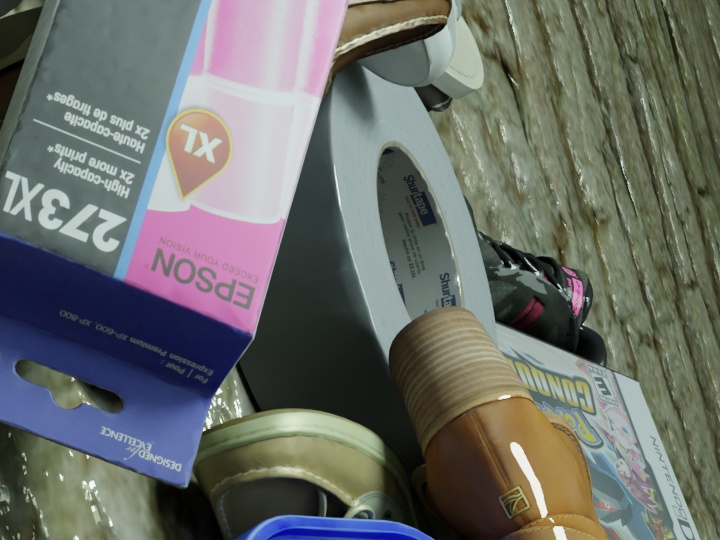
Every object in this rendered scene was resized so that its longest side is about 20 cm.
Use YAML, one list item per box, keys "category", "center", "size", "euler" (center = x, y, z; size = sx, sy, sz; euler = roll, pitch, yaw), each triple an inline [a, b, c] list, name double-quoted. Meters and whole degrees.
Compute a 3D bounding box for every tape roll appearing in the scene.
- category: "tape roll"
  center: [0.000, 0.000, 0.965]
  size: [0.200, 0.066, 0.202]
  euler: [-16, 90, -72]

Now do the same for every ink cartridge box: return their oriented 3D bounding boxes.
- category: "ink cartridge box"
  center: [-0.067, -0.040, 0.678]
  size: [0.094, 0.037, 0.202]
  euler: [22, 69, -17]

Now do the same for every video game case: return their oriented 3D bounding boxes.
- category: "video game case"
  center: [0.108, 0.111, 1.094]
  size: [0.199, 0.025, 0.182]
  euler: [23, 39, -42]

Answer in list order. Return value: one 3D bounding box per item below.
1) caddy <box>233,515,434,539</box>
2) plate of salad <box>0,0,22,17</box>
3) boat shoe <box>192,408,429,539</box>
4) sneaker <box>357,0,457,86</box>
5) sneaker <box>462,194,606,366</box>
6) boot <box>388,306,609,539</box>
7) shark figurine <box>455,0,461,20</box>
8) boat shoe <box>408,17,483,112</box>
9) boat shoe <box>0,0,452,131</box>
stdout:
- category: "caddy"
  center: [-0.017, 0.167, 0.716]
  size: [0.199, 0.105, 0.142]
  euler: [14, 45, -56]
- category: "plate of salad"
  center: [-0.148, -0.178, 0.677]
  size: [0.200, 0.048, 0.202]
  euler: [37, 47, -52]
- category: "boat shoe"
  center: [-0.008, 0.121, 0.837]
  size: [0.201, 0.073, 0.064]
  euler: [61, 16, -53]
- category: "sneaker"
  center: [-0.033, -0.120, 0.860]
  size: [0.200, 0.074, 0.100]
  euler: [40, 64, -45]
- category: "sneaker"
  center: [0.084, 0.008, 1.173]
  size: [0.200, 0.083, 0.077]
  euler: [49, 30, -53]
- category: "boot"
  center: [0.079, 0.120, 0.851]
  size: [0.201, 0.076, 0.156]
  euler: [69, -4, -54]
- category: "shark figurine"
  center: [-0.003, -0.228, 0.957]
  size: [0.089, 0.127, 0.217]
  euler: [-145, -120, -60]
- category: "boat shoe"
  center: [-0.023, -0.135, 1.003]
  size: [0.200, 0.059, 0.072]
  euler: [34, 40, -39]
- category: "boat shoe"
  center: [-0.047, -0.066, 0.754]
  size: [0.199, 0.072, 0.069]
  euler: [-17, 83, -27]
